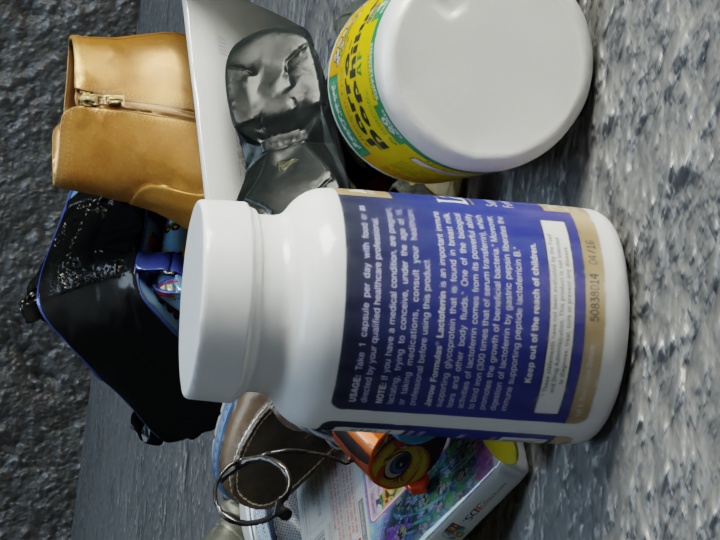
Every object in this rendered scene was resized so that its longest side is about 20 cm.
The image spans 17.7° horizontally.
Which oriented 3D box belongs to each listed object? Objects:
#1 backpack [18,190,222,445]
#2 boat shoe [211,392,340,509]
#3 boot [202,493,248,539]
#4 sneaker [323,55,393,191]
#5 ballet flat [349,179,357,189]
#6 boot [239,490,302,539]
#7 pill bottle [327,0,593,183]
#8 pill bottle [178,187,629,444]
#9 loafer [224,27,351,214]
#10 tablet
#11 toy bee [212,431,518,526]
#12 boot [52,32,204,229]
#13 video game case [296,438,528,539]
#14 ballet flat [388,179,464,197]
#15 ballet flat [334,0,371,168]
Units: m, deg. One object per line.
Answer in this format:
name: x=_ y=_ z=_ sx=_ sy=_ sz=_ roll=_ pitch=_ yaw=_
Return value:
backpack: x=-0.120 y=-0.010 z=1.560 sx=0.183 sy=0.135 sz=0.200 roll=52 pitch=-147 yaw=-38
boat shoe: x=-0.018 y=0.063 z=1.322 sx=0.200 sy=0.072 sz=0.072 roll=-58 pitch=29 yaw=16
boot: x=-0.029 y=0.209 z=1.483 sx=0.068 sy=0.200 sz=0.131 roll=-6 pitch=48 yaw=47
sneaker: x=-0.010 y=-0.072 z=1.595 sx=0.093 sy=0.070 sz=0.200 roll=-148 pitch=60 yaw=-71
ballet flat: x=-0.033 y=-0.056 z=1.512 sx=0.200 sy=0.071 sz=0.071 roll=54 pitch=169 yaw=-4
boot: x=-0.006 y=0.194 z=1.394 sx=0.200 sy=0.073 sz=0.090 roll=63 pitch=156 yaw=8
pill bottle: x=0.044 y=-0.104 z=1.233 sx=0.200 sy=0.113 sz=0.113 roll=180 pitch=94 yaw=-79
pill bottle: x=0.017 y=0.021 z=1.095 sx=0.116 sy=0.200 sz=0.116 roll=-176 pitch=90 yaw=-78
loafer: x=-0.033 y=-0.038 z=1.320 sx=0.072 sy=0.073 sz=0.200 roll=57 pitch=-152 yaw=-63
tablet: x=-0.055 y=-0.068 z=1.384 sx=0.014 sy=0.130 sz=0.200 roll=-18 pitch=69 yaw=31
toy bee: x=0.022 y=0.067 z=1.226 sx=0.109 sy=0.200 sz=0.131 roll=51 pitch=-164 yaw=-54
boot: x=-0.117 y=-0.048 z=1.420 sx=0.071 sy=0.144 sz=0.201 roll=137 pitch=130 yaw=-71
video game case: x=0.022 y=0.095 z=1.330 sx=0.182 sy=0.024 sz=0.200 roll=-49 pitch=31 yaw=31
ballet flat: x=0.000 y=0.000 z=1.432 sx=0.200 sy=0.057 sz=0.066 roll=-54 pitch=22 yaw=18
ballet flat: x=0.011 y=-0.131 z=1.432 sx=0.200 sy=0.071 sz=0.071 roll=101 pitch=169 yaw=-65
